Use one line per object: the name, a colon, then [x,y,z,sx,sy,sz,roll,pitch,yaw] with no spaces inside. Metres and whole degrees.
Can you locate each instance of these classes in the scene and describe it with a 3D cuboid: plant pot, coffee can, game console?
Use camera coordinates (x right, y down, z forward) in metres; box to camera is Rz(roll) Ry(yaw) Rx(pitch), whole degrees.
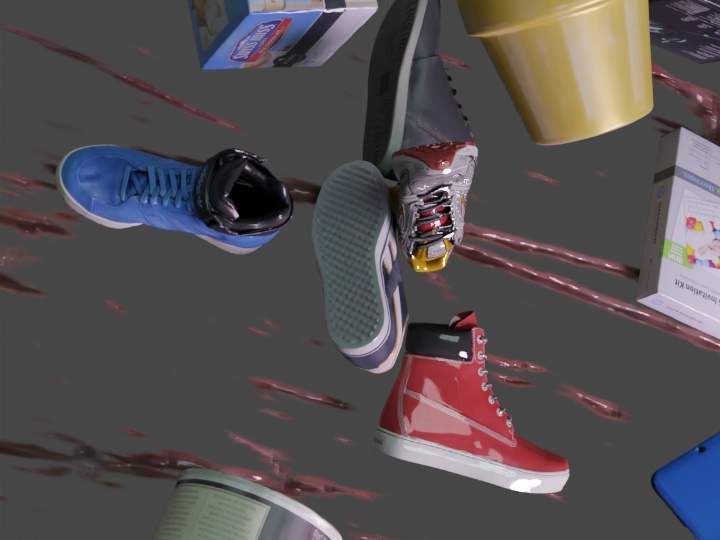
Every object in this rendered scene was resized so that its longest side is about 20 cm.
plant pot: [0.211,-0.237,1.307,0.199,0.200,0.191,-27,106,-31]
coffee can: [-0.115,0.276,1.003,0.145,0.146,0.202,31,64,-18]
game console: [0.410,0.272,1.366,0.198,0.118,0.173,-22,118,-31]

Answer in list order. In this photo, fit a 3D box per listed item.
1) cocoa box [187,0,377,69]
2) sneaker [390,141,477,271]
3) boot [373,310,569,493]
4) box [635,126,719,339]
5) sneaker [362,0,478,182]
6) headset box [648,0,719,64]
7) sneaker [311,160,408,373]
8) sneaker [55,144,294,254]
cocoa box: [-0.087,-0.301,1.184,0.130,0.133,0.203,-7,79,-29]
sneaker: [0.070,-0.057,1.165,0.077,0.200,0.083,-8,72,-1]
boot: [0.121,0.119,1.198,0.198,0.072,0.146,18,87,-21]
box: [0.385,-0.035,1.424,0.155,0.041,0.202,23,68,-21]
sneaker: [0.067,-0.177,1.278,0.105,0.075,0.203,16,78,-29]
headset box: [0.365,-0.299,1.400,0.172,0.200,0.094,15,86,-23]
sneaker: [0.000,0.000,1.187,0.080,0.077,0.202,59,26,-55]
sneaker: [-0.151,-0.071,1.099,0.198,0.111,0.078,19,68,-23]
